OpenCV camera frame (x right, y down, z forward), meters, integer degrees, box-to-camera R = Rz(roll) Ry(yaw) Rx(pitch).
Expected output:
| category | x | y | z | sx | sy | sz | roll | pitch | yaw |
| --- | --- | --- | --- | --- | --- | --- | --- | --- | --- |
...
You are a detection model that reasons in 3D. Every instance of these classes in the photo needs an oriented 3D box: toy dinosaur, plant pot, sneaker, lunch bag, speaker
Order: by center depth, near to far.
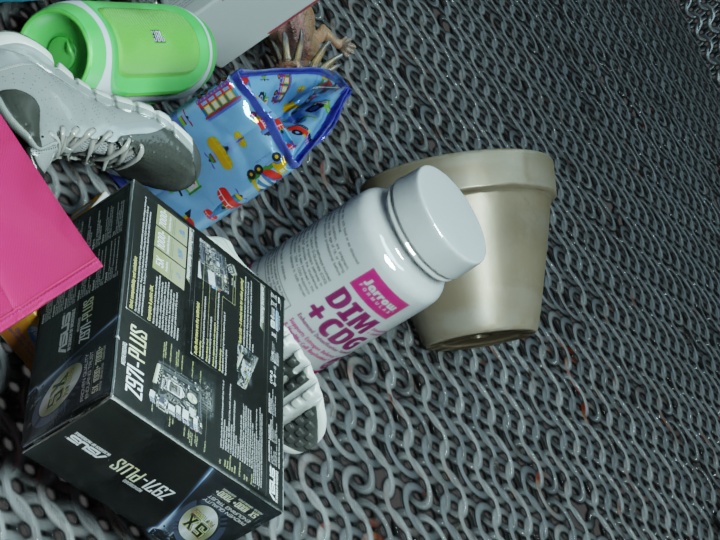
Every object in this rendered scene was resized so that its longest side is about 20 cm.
| category | x | y | z | sx | sy | sz | roll | pitch | yaw |
| --- | --- | --- | --- | --- | --- | --- | --- | --- | --- |
| sneaker | -0.218 | -0.090 | 1.267 | 0.200 | 0.075 | 0.116 | 29 | 39 | -19 |
| sneaker | -0.085 | 0.055 | 1.365 | 0.200 | 0.075 | 0.081 | 60 | 14 | -1 |
| speaker | -0.200 | -0.182 | 1.396 | 0.089 | 0.088 | 0.200 | 61 | 25 | 6 |
| lunch bag | -0.100 | -0.114 | 1.425 | 0.094 | 0.150 | 0.200 | 56 | 25 | -5 |
| toy dinosaur | -0.071 | -0.252 | 1.675 | 0.136 | 0.086 | 0.200 | -72 | 140 | -73 |
| plant pot | 0.111 | -0.014 | 1.686 | 0.200 | 0.200 | 0.174 | 8 | 70 | -59 |

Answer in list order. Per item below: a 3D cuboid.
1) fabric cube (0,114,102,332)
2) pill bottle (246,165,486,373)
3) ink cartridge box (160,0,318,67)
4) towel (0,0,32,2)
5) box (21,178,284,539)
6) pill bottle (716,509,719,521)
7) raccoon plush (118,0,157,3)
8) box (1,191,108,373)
| category | x | y | z | sx | sy | sz | roll | pitch | yaw |
| --- | --- | --- | --- | --- | --- | --- | --- | --- | --- |
| fabric cube | -0.301 | -0.013 | 0.890 | 0.200 | 0.196 | 0.200 | 58 | 24 | -5 |
| pill bottle | 0.000 | 0.000 | 1.421 | 0.113 | 0.200 | 0.114 | 42 | 30 | -30 |
| ink cartridge box | -0.126 | -0.324 | 1.619 | 0.083 | 0.146 | 0.200 | 29 | 38 | -49 |
| towel | -0.244 | -0.288 | 1.345 | 0.199 | 0.022 | 0.147 | -6 | 82 | -25 |
| box | -0.135 | 0.068 | 1.142 | 0.164 | 0.086 | 0.200 | 40 | 32 | -35 |
| pill bottle | 0.539 | 0.372 | 2.097 | 0.200 | 0.114 | 0.114 | 60 | 25 | 3 |
| raccoon plush | -0.249 | -0.260 | 1.439 | 0.200 | 0.134 | 0.097 | 78 | -14 | -48 |
| box | -0.190 | 0.024 | 1.236 | 0.119 | 0.041 | 0.200 | 52 | 28 | -14 |
